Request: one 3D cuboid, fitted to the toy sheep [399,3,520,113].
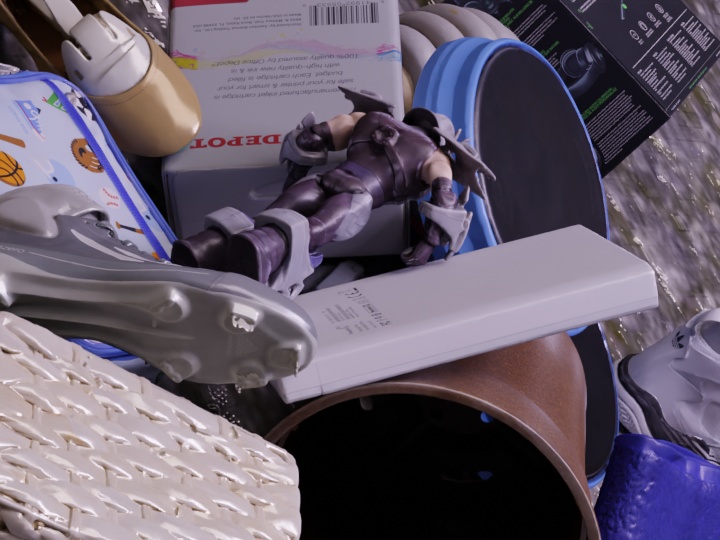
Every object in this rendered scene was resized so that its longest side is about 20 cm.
[{"bbox_3d":[0.062,-0.120,1.643,0.200,0.138,0.138,-5,59,-47],"label":"toy sheep"}]

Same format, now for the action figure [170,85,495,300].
[{"bbox_3d":[-0.013,-0.038,1.316,0.130,0.069,0.200,21,41,40],"label":"action figure"}]

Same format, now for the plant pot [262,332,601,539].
[{"bbox_3d":[0.045,0.110,1.333,0.200,0.200,0.198,42,24,-8],"label":"plant pot"}]

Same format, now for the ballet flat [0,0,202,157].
[{"bbox_3d":[-0.171,-0.139,1.412,0.200,0.069,0.063,41,-13,30],"label":"ballet flat"}]

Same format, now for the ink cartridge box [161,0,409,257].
[{"bbox_3d":[-0.046,-0.101,1.477,0.146,0.083,0.200,-3,45,1],"label":"ink cartridge box"}]

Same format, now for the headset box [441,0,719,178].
[{"bbox_3d":[0.170,-0.193,1.883,0.200,0.093,0.174,46,32,-2],"label":"headset box"}]

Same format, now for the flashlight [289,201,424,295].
[{"bbox_3d":[0.000,0.000,1.508,0.200,0.068,0.068,-44,125,-54],"label":"flashlight"}]

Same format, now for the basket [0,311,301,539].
[{"bbox_3d":[-0.135,0.129,1.147,0.200,0.123,0.136,28,36,-27],"label":"basket"}]

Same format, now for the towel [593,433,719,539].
[{"bbox_3d":[0.156,0.197,1.370,0.148,0.050,0.200,25,81,-49],"label":"towel"}]

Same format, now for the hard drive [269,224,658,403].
[{"bbox_3d":[0.043,0.021,1.268,0.132,0.200,0.027,-138,-146,-73],"label":"hard drive"}]

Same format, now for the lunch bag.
[{"bbox_3d":[-0.173,-0.024,1.318,0.160,0.076,0.200,-9,63,-55],"label":"lunch bag"}]

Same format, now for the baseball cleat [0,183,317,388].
[{"bbox_3d":[-0.117,0.000,1.186,0.200,0.070,0.106,10,41,-3],"label":"baseball cleat"}]

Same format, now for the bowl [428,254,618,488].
[{"bbox_3d":[0.105,0.054,1.532,0.201,0.039,0.201,39,40,-43],"label":"bowl"}]

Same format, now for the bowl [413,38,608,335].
[{"bbox_3d":[0.098,-0.049,1.483,0.201,0.039,0.201,33,50,-52],"label":"bowl"}]

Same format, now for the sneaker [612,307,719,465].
[{"bbox_3d":[0.277,0.094,1.676,0.200,0.115,0.075,28,37,-28],"label":"sneaker"}]
